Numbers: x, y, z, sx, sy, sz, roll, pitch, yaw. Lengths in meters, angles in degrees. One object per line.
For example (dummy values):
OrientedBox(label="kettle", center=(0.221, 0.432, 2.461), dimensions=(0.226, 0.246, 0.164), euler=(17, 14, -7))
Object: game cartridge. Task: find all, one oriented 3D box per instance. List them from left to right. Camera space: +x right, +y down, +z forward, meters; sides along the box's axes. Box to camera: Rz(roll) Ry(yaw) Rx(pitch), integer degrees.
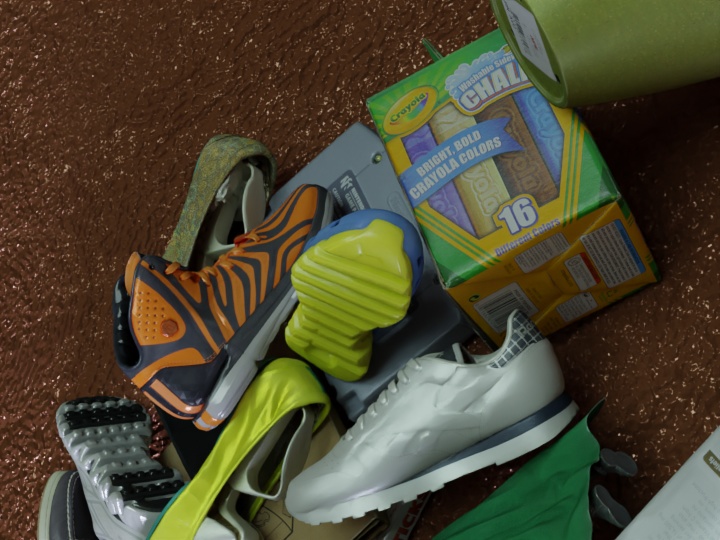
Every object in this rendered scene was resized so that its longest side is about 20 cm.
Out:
OrientedBox(label="game cartridge", center=(0.008, -0.006, 1.185), dimensions=(0.133, 0.041, 0.200), euler=(-42, 52, 23))

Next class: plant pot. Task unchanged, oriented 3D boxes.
OrientedBox(label="plant pot", center=(0.183, -0.183, 0.971), dimensions=(0.200, 0.187, 0.187), euler=(-30, 53, -5))

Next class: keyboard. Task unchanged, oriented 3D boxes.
OrientedBox(label="keyboard", center=(-0.115, 0.060, 1.243), dimensions=(0.127, 0.021, 0.200), euler=(-52, 39, 14))

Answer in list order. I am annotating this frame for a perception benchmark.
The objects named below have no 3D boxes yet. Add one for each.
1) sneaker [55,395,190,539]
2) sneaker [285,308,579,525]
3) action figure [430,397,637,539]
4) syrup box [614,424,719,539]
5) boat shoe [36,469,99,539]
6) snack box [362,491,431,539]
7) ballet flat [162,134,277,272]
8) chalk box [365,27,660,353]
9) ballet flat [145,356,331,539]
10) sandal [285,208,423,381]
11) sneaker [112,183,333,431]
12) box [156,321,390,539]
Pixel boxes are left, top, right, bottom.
OrientedBox(label="sneaker", center=(-0.184, 0.159, 1.233), dimensions=(0.200, 0.075, 0.081), euler=(-132, 44, -56))
OrientedBox(label="sneaker", center=(0.036, 0.097, 1.037), dimensions=(0.199, 0.076, 0.081), euler=(-26, 95, 11))
OrientedBox(label="action figure", center=(0.088, 0.173, 1.026), dimensions=(0.200, 0.055, 0.118), euler=(-39, 20, 39))
OrientedBox(label="syrup box", center=(0.212, 0.155, 0.933), dimensions=(0.200, 0.079, 0.081), euler=(-49, 52, 13))
OrientedBox(label="boat shoe", center=(-0.200, 0.243, 1.234), dimensions=(0.065, 0.072, 0.201), euler=(-18, 59, 19))
OrientedBox(label="snack box", center=(-0.019, 0.212, 1.128), dimensions=(0.072, 0.024, 0.201), euler=(28, 91, 44))
OrientedBox(label="ballet flat", center=(-0.110, -0.007, 1.213), dimensions=(0.070, 0.071, 0.201), euler=(6, 73, 39))
OrientedBox(label="chalk box", center=(0.093, -0.071, 1.069), dimensions=(0.123, 0.124, 0.201), euler=(-27, 58, 11))
OrientedBox(label="ballet flat", center=(-0.084, 0.154, 1.125), dimensions=(0.067, 0.067, 0.200), euler=(33, 92, 35))
OrientedBox(label="sandal", center=(0.000, 0.000, 1.072), dimensions=(0.087, 0.079, 0.200), euler=(-61, 2, -23))
OrientedBox(label="sneaker", center=(-0.100, 0.002, 1.140), dimensions=(0.200, 0.112, 0.078), euler=(-62, 12, -26))
OrientedBox(label="box", center=(-0.071, 0.159, 1.171), dimensions=(0.164, 0.021, 0.200), euler=(-46, 43, 17))
